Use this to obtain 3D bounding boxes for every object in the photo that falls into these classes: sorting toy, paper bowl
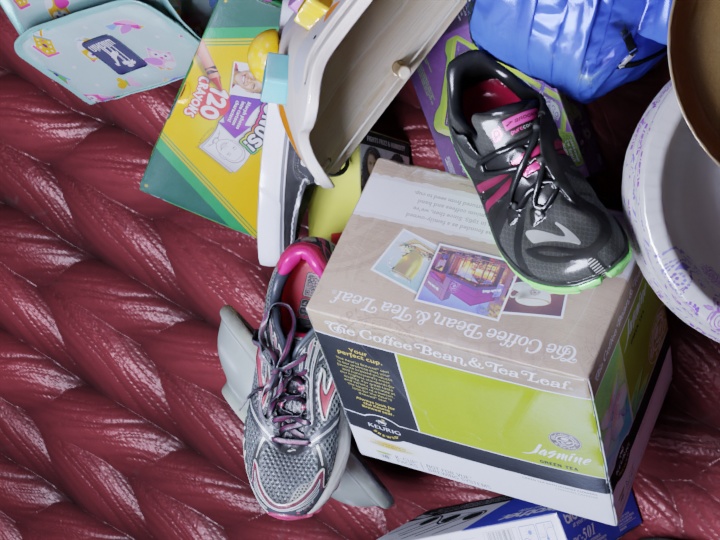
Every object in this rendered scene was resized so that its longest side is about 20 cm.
[{"bbox_3d":[-0.001,-0.157,1.459,0.107,0.180,0.200,37,94,-5],"label":"sorting toy"},{"bbox_3d":[0.263,-0.048,1.382,0.200,0.104,0.202,0,90,-3],"label":"paper bowl"}]

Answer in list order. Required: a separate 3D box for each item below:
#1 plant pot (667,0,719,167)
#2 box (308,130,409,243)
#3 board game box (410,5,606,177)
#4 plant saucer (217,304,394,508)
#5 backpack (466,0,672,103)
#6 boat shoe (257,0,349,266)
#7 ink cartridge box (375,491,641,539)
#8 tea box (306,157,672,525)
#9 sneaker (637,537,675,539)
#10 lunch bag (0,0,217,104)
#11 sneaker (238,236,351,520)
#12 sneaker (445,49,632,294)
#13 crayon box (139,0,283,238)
[{"bbox_3d":[0.279,-0.133,1.322,0.027,0.199,0.201,166,83,-85],"label":"plant pot"},{"bbox_3d":[0.000,0.000,1.633,0.050,0.075,0.201,-5,80,32],"label":"box"},{"bbox_3d":[0.090,-0.146,1.584,0.120,0.032,0.201,-19,92,45],"label":"board game box"},{"bbox_3d":[-0.055,0.116,1.692,0.050,0.200,0.200,-40,74,-1],"label":"plant saucer"},{"bbox_3d":[0.162,-0.207,1.414,0.168,0.162,0.201,33,122,24],"label":"backpack"},{"bbox_3d":[-0.035,-0.099,1.590,0.066,0.070,0.201,7,98,0],"label":"boat shoe"},{"bbox_3d":[0.101,0.199,1.646,0.200,0.094,0.044,-17,94,41],"label":"ink cartridge box"},{"bbox_3d":[0.093,0.049,1.496,0.199,0.134,0.197,14,151,21],"label":"tea box"},{"bbox_3d":[0.160,0.249,1.603,0.199,0.114,0.076,-14,97,40],"label":"sneaker"},{"bbox_3d":[-0.198,-0.233,1.738,0.170,0.122,0.201,-13,106,39],"label":"lunch bag"},{"bbox_3d":[-0.049,0.075,1.556,0.080,0.075,0.201,3,86,13],"label":"sneaker"},{"bbox_3d":[0.101,-0.062,1.395,0.200,0.077,0.084,56,177,37],"label":"sneaker"},{"bbox_3d":[-0.077,-0.128,1.674,0.118,0.058,0.200,22,124,-7],"label":"crayon box"}]
